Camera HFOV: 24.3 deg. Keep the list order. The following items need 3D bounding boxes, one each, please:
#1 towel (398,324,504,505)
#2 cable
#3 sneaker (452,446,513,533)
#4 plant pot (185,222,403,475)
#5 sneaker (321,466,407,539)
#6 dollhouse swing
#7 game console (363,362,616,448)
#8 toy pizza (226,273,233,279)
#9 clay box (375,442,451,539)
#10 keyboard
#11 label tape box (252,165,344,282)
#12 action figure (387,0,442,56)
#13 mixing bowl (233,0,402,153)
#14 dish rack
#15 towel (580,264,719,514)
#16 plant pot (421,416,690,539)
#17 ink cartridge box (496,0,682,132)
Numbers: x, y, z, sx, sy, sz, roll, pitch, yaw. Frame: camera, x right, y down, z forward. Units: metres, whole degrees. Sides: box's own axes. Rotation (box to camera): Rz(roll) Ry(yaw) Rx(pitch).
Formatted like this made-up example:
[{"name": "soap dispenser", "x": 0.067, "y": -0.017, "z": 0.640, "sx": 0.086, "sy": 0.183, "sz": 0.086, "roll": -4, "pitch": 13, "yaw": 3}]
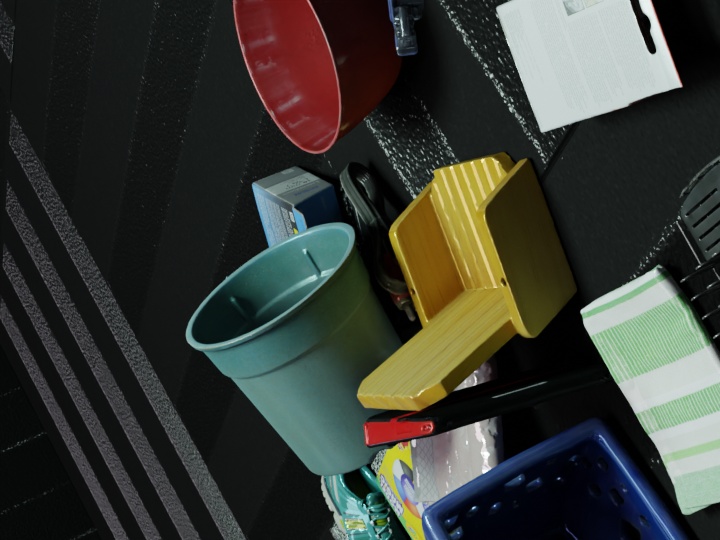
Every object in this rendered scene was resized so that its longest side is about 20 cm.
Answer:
[{"name": "towel", "x": 0.094, "y": 0.150, "z": 1.725, "sx": 0.191, "sy": 0.032, "sz": 0.201, "roll": 170, "pitch": 95, "yaw": -67}, {"name": "cable", "x": 0.020, "y": -0.027, "z": 1.716, "sx": 0.200, "sy": 0.097, "sz": 0.050, "roll": 51, "pitch": 127, "yaw": 27}, {"name": "sneaker", "x": 0.133, "y": 0.254, "z": 1.780, "sx": 0.088, "sy": 0.076, "sz": 0.200, "roll": 64, "pitch": 151, "yaw": 28}, {"name": "plant pot", "x": -0.042, "y": 0.090, "z": 1.704, "sx": 0.196, "sy": 0.200, "sz": 0.200, "roll": 58, "pitch": 160, "yaw": -20}, {"name": "sneaker", "x": 0.014, "y": 0.311, "z": 2.073, "sx": 0.200, "sy": 0.077, "sz": 0.080, "roll": 57, "pitch": 146, "yaw": 21}, {"name": "dollhouse swing", "x": 0.066, "y": 0.011, "z": 1.548, "sx": 0.200, "sy": 0.176, "sz": 0.182, "roll": -6, "pitch": 106, "yaw": 67}, {"name": "game console", "x": 0.114, "y": 0.123, "z": 1.518, "sx": 0.177, "sy": 0.200, "sz": 0.031, "roll": -13, "pitch": 92, "yaw": 67}, {"name": "toy pizza", "x": -0.068, "y": 0.061, "z": 1.905, "sx": 0.200, "sy": 0.032, "sz": 0.200, "roll": 28, "pitch": -178, "yaw": -1}, {"name": "clay box", "x": 0.074, "y": 0.246, "z": 1.908, "sx": 0.115, "sy": 0.048, "sz": 0.200, "roll": 56, "pitch": 154, "yaw": 24}, {"name": "keyboard", "x": 0.000, "y": 0.000, "z": 1.799, "sx": 0.104, "sy": 0.040, "sz": 0.201, "roll": 159, "pitch": 97, "yaw": -74}, {"name": "label tape box", "x": -0.048, "y": -0.025, "z": 1.866, "sx": 0.200, "sy": 0.063, "sz": 0.145, "roll": -148, "pitch": 39, "yaw": -66}, {"name": "action figure", "x": 0.067, "y": -0.276, "z": 1.376, "sx": 0.194, "sy": 0.104, "sz": 0.200, "roll": 108, "pitch": 159, "yaw": -64}, {"name": "mixing bowl", "x": -0.029, "y": -0.225, "z": 1.614, "sx": 0.200, "sy": 0.108, "sz": 0.200, "roll": 47, "pitch": 151, "yaw": 37}, {"name": "dish rack", "x": 0.293, "y": 0.014, "z": 1.216, "sx": 0.200, "sy": 0.054, "sz": 0.153, "roll": 62, "pitch": 156, "yaw": 11}, {"name": "towel", "x": 0.264, "y": 0.102, "z": 1.399, "sx": 0.200, "sy": 0.023, "sz": 0.153, "roll": 64, "pitch": 156, "yaw": 7}, {"name": "plant pot", "x": 0.179, "y": 0.284, "z": 1.544, "sx": 0.200, "sy": 0.200, "sz": 0.180, "roll": 57, "pitch": 162, "yaw": 21}, {"name": "ink cartridge box", "x": 0.186, "y": -0.177, "z": 1.274, "sx": 0.200, "sy": 0.050, "sz": 0.109, "roll": -11, "pitch": 101, "yaw": 65}]
